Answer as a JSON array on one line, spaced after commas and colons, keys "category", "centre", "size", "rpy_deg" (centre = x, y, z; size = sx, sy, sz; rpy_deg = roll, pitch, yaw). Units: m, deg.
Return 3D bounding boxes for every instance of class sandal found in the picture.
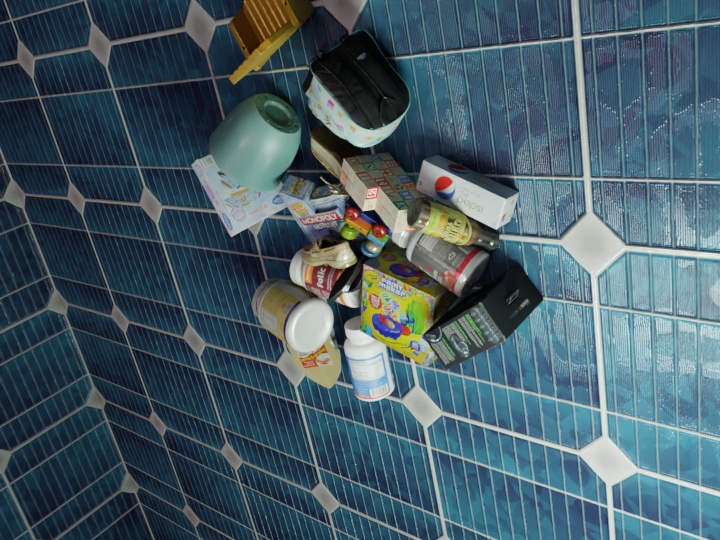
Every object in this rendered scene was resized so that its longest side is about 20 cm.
[{"category": "sandal", "centre": [0.001, 0.000, 1.625], "size": [0.048, 0.201, 0.075], "rpy_deg": [41, 168, -15]}]

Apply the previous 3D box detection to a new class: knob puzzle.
[{"category": "knob puzzle", "centre": [-0.120, 0.231, 1.932], "size": [0.217, 0.030, 0.223], "rpy_deg": [20, 125, 31]}]

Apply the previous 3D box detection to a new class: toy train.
[{"category": "toy train", "centre": [-0.018, -0.119, 1.560], "size": [0.198, 0.085, 0.116], "rpy_deg": [32, 137, 6]}]

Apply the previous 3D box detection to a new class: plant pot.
[{"category": "plant pot", "centre": [-0.232, -0.315, 1.650], "size": [0.201, 0.200, 0.161], "rpy_deg": [51, 127, 6]}]

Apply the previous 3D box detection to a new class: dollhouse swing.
[{"category": "dollhouse swing", "centre": [-0.233, -0.537, 1.520], "size": [0.199, 0.175, 0.183], "rpy_deg": [-24, 98, 49]}]

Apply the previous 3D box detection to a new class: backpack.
[{"category": "backpack", "centre": [-0.003, -0.352, 1.419], "size": [0.200, 0.175, 0.154], "rpy_deg": [46, 154, 9]}]

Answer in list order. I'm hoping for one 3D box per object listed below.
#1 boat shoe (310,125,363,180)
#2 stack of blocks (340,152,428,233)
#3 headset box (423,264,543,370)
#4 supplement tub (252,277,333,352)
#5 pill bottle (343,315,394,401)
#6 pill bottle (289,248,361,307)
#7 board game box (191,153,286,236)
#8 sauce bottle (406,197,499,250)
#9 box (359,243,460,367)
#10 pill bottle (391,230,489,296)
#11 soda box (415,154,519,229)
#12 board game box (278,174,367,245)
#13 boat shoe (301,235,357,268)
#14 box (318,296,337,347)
[{"category": "boat shoe", "centre": [-0.038, -0.244, 1.601], "size": [0.200, 0.074, 0.067], "rpy_deg": [48, 153, 9]}, {"category": "stack of blocks", "centre": [0.051, -0.164, 1.471], "size": [0.201, 0.114, 0.059], "rpy_deg": [55, 145, 38]}, {"category": "headset box", "centre": [0.257, 0.095, 1.442], "size": [0.093, 0.174, 0.200], "rpy_deg": [54, 139, 1]}, {"category": "supplement tub", "centre": [-0.179, 0.110, 1.816], "size": [0.199, 0.144, 0.147], "rpy_deg": [28, 132, 45]}, {"category": "pill bottle", "centre": [0.018, 0.222, 1.795], "size": [0.111, 0.112, 0.203], "rpy_deg": [7, 118, 40]}, {"category": "pill bottle", "centre": [-0.075, 0.013, 1.752], "size": [0.198, 0.114, 0.116], "rpy_deg": [17, 125, 35]}, {"category": "board game box", "centre": [-0.293, -0.215, 1.756], "size": [0.041, 0.199, 0.201], "rpy_deg": [-22, 98, 49]}, {"category": "sauce bottle", "centre": [0.190, -0.088, 1.400], "size": [0.065, 0.197, 0.066], "rpy_deg": [-45, 37, 49]}, {"category": "box", "centre": [0.113, 0.077, 1.608], "size": [0.198, 0.122, 0.195], "rpy_deg": [25, 128, 31]}, {"category": "pill bottle", "centre": [0.167, -0.043, 1.491], "size": [0.199, 0.110, 0.112], "rpy_deg": [37, 135, 21]}, {"category": "soda box", "centre": [0.213, -0.161, 1.406], "size": [0.199, 0.063, 0.069], "rpy_deg": [30, 124, 26]}, {"category": "board game box", "centre": [-0.088, -0.141, 1.651], "size": [0.198, 0.062, 0.200], "rpy_deg": [-4, 138, 45]}, {"category": "boat shoe", "centre": [-0.080, -0.051, 1.657], "size": [0.199, 0.071, 0.065], "rpy_deg": [8, 122, 52]}, {"category": "box", "centre": [-0.145, 0.143, 1.955], "size": [0.154, 0.041, 0.203], "rpy_deg": [8, 118, 40]}]
